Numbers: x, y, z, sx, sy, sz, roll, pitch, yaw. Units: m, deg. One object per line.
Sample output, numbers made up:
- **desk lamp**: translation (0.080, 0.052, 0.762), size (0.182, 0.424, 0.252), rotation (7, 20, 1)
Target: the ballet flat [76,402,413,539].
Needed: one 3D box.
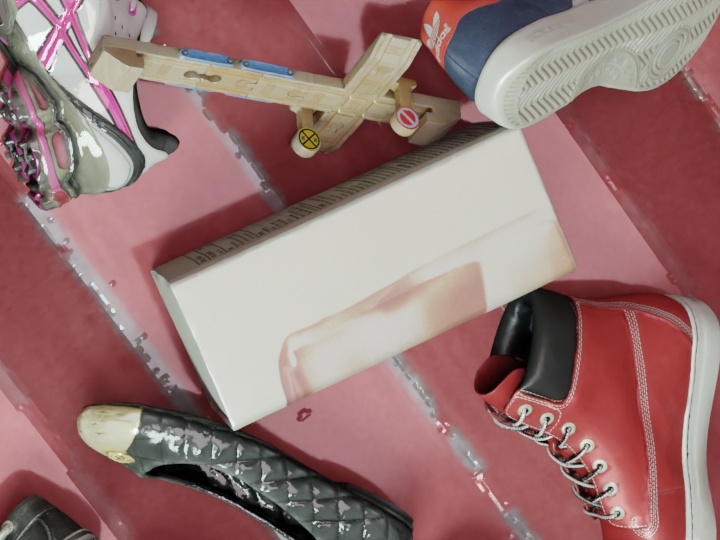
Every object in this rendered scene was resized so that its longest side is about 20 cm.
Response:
- **ballet flat**: translation (-0.060, 0.121, 1.239), size (0.200, 0.066, 0.057), rotation (25, 73, -14)

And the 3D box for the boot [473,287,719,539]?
- **boot**: translation (0.119, 0.110, 1.254), size (0.144, 0.072, 0.201), rotation (3, 88, -33)

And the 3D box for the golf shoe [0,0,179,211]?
- **golf shoe**: translation (-0.155, -0.137, 1.200), size (0.092, 0.073, 0.201), rotation (-19, 109, -17)

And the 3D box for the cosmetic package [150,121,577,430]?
- **cosmetic package**: translation (0.000, 0.000, 1.225), size (0.199, 0.103, 0.087), rotation (-24, 99, -7)

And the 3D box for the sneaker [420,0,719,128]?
- **sneaker**: translation (0.112, -0.138, 1.232), size (0.200, 0.084, 0.075), rotation (-18, 139, -45)

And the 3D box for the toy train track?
- **toy train track**: translation (-0.041, -0.085, 1.192), size (0.199, 0.115, 0.033), rotation (9, 59, -24)

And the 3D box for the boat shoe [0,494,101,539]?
- **boat shoe**: translation (-0.204, 0.211, 1.228), size (0.064, 0.071, 0.200), rotation (36, 97, 20)
